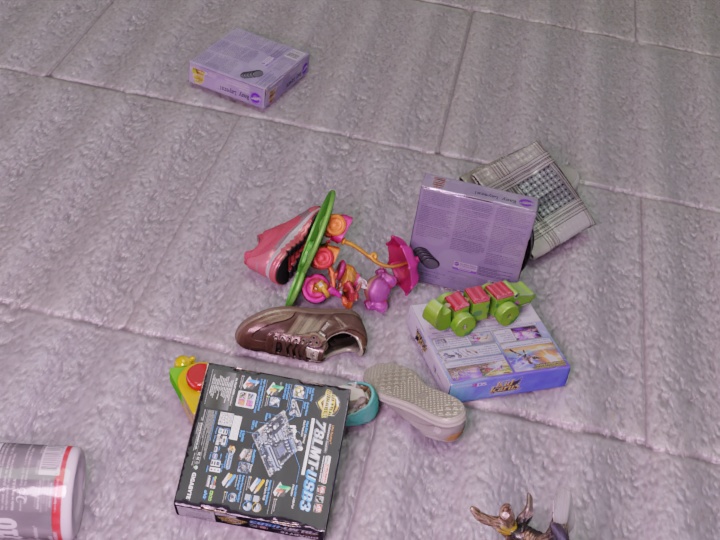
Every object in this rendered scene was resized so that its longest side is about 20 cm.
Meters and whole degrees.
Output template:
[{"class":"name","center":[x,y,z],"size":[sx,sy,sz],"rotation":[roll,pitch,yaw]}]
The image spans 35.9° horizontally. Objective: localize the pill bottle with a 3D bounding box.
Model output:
[{"class":"pill bottle","center":[-0.442,0.266,1.350],"size":[0.198,0.115,0.114],"rotation":[4,38,-5]}]

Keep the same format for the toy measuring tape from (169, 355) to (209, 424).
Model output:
[{"class":"toy measuring tape","center":[-0.202,0.189,1.530],"size":[0.073,0.074,0.200],"rotation":[-15,51,-27]}]

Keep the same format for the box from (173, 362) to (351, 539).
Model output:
[{"class":"box","center":[-0.124,0.234,1.447],"size":[0.197,0.050,0.201],"rotation":[10,62,0]}]

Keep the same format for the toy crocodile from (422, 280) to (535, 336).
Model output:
[{"class":"toy crocodile","center":[0.181,0.050,1.701],"size":[0.199,0.062,0.068],"rotation":[-13,42,-25]}]

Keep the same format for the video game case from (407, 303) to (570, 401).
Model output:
[{"class":"video game case","center":[0.194,0.116,1.707],"size":[0.198,0.046,0.182],"rotation":[-6,39,-17]}]

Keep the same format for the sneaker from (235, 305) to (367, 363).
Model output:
[{"class":"sneaker","center":[-0.085,0.100,1.657],"size":[0.198,0.071,0.076],"rotation":[-6,41,-16]}]

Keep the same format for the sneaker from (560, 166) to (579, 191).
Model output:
[{"class":"sneaker","center":[0.330,-0.162,2.051],"size":[0.199,0.081,0.077],"rotation":[-17,43,-30]}]

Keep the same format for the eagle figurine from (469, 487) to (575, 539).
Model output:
[{"class":"eagle figurine","center":[0.233,0.372,1.338],"size":[0.151,0.152,0.200],"rotation":[-4,28,-31]}]

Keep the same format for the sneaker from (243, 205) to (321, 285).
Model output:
[{"class":"sneaker","center":[-0.124,-0.057,1.844],"size":[0.086,0.074,0.200],"rotation":[18,38,18]}]

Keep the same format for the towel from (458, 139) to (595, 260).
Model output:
[{"class":"towel","center":[0.295,-0.122,1.952],"size":[0.199,0.035,0.193],"rotation":[-27,79,-26]}]

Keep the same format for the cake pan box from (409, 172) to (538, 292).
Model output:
[{"class":"cake pan box","center":[0.181,-0.050,1.800],"size":[0.198,0.185,0.052],"rotation":[12,38,7]}]

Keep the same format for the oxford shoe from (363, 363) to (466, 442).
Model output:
[{"class":"oxford shoe","center":[0.075,0.190,1.590],"size":[0.075,0.058,0.199],"rotation":[-30,37,-30]}]

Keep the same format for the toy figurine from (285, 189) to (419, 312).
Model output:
[{"class":"toy figurine","center":[0.000,0.000,1.758],"size":[0.183,0.201,0.150],"rotation":[22,-6,-8]}]

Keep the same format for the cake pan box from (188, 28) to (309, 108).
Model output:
[{"class":"cake pan box","center":[-0.226,-0.420,2.284],"size":[0.183,0.053,0.200],"rotation":[22,41,14]}]

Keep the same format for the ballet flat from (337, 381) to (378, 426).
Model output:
[{"class":"ballet flat","center":[-0.066,0.192,1.544],"size":[0.199,0.071,0.068],"rotation":[-12,45,-22]}]
